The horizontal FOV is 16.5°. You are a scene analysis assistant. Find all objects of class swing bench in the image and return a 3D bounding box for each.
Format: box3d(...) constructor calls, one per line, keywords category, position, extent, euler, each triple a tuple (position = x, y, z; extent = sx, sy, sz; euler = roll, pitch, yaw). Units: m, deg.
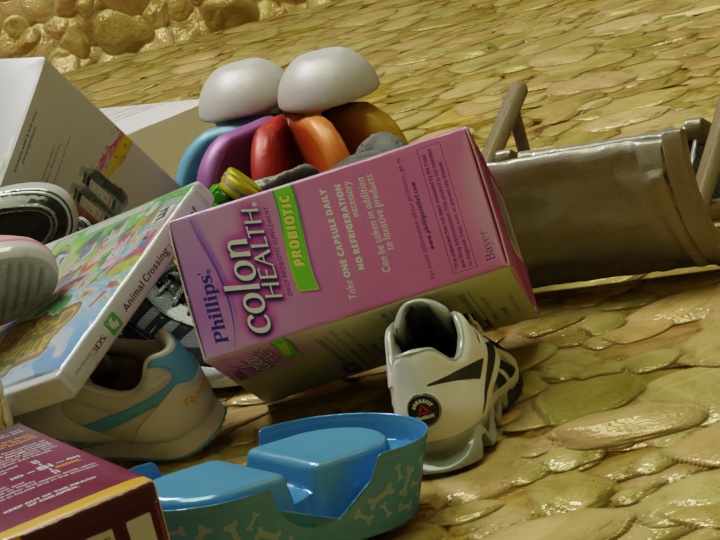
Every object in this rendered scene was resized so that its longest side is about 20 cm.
box3d(category="swing bench", position=(0.176, -0.060, 1.772), extent=(0.199, 0.130, 0.200), euler=(-7, 21, 28))

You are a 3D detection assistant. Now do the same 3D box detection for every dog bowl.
box3d(category="dog bowl", position=(-0.050, 0.126, 1.364), extent=(0.200, 0.050, 0.111), euler=(-14, 13, -37))

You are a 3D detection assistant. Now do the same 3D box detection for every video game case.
box3d(category="video game case", position=(-0.201, 0.030, 1.639), extent=(0.200, 0.022, 0.182), euler=(-18, 31, 49))

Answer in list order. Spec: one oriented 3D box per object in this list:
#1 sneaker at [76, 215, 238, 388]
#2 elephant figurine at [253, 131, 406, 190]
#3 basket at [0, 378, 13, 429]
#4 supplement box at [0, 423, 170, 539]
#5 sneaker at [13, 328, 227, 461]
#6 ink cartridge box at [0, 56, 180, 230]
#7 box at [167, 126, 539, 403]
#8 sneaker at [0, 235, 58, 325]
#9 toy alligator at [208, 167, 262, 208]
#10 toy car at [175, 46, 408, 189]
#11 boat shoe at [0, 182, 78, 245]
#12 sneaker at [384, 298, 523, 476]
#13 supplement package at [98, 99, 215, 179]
box3d(category="sneaker", position=(-0.134, 0.015, 1.771), extent=(0.200, 0.114, 0.075), euler=(9, 20, 32))
box3d(category="elephant figurine", position=(-0.043, -0.009, 1.831), extent=(0.200, 0.155, 0.142), euler=(-19, 39, 16))
box3d(category="basket", position=(-0.321, 0.118, 1.568), extent=(0.200, 0.136, 0.123), euler=(-4, 15, 38))
box3d(category="supplement box", position=(-0.167, 0.156, 1.290), extent=(0.086, 0.110, 0.200), euler=(-20, 14, -24))
box3d(category="sneaker", position=(-0.190, 0.085, 1.639), extent=(0.200, 0.081, 0.077), euler=(-11, 33, 21))
box3d(category="ink cartridge box", position=(-0.264, -0.052, 1.928), extent=(0.145, 0.200, 0.145), euler=(0, 61, 32))
box3d(category="box", position=(0.000, 0.000, 1.602), extent=(0.200, 0.097, 0.176), euler=(-19, -13, 7))
box3d(category="sneaker", position=(-0.295, -0.007, 1.667), extent=(0.200, 0.075, 0.105), euler=(-19, 52, 19))
box3d(category="toy alligator", position=(-0.086, -0.028, 1.709), extent=(0.059, 0.054, 0.200), euler=(-54, 6, 6))
box3d(category="toy car", position=(-0.064, -0.076, 1.988), extent=(0.200, 0.175, 0.150), euler=(-3, 20, 41))
box3d(category="boat shoe", position=(-0.292, 0.000, 1.763), extent=(0.200, 0.071, 0.064), euler=(-27, 10, -1))
box3d(category="sneaker", position=(0.054, 0.052, 1.529), extent=(0.074, 0.089, 0.200), euler=(-15, 12, 8))
box3d(category="supplement package", position=(-0.225, -0.081, 2.297), extent=(0.200, 0.121, 0.120), euler=(-1, 19, 45))
